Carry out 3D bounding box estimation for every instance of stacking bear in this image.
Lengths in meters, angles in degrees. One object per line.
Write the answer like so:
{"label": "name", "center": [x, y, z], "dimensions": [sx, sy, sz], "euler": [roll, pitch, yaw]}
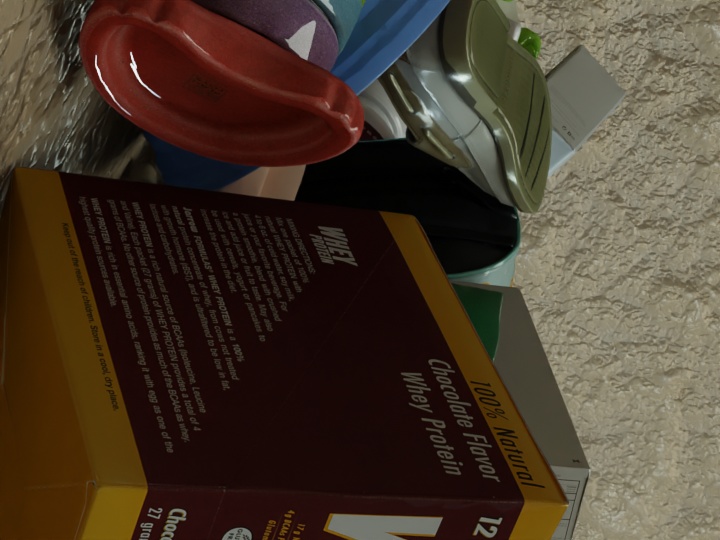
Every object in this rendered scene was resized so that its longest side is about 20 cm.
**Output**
{"label": "stacking bear", "center": [-0.038, -0.159, 0.766], "dimensions": [0.114, 0.120, 0.202], "euler": [-26, -137, 63]}

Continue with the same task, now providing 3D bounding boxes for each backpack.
{"label": "backpack", "center": [0.000, 0.000, 1.097], "dimensions": [0.176, 0.198, 0.155], "euler": [-114, -164, -54]}

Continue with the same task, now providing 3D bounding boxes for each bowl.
{"label": "bowl", "center": [-0.031, -0.119, 0.897], "dimensions": [0.200, 0.039, 0.201], "euler": [-36, -162, 13]}

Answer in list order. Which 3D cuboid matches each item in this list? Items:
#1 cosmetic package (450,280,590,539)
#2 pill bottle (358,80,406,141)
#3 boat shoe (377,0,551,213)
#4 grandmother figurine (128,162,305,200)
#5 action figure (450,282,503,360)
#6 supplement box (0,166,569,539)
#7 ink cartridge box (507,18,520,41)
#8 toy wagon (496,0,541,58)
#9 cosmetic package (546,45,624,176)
{"label": "cosmetic package", "center": [0.073, 0.086, 0.945], "dimensions": [0.200, 0.050, 0.083], "euler": [-102, -157, -64]}
{"label": "pill bottle", "center": [-0.036, -0.059, 1.290], "dimensions": [0.113, 0.112, 0.201], "euler": [110, 7, -51]}
{"label": "boat shoe", "center": [0.060, -0.098, 1.000], "dimensions": [0.200, 0.068, 0.075], "euler": [55, 44, -56]}
{"label": "grandmother figurine", "center": [-0.073, -0.026, 0.960], "dimensions": [0.201, 0.120, 0.061], "euler": [-79, -171, -45]}
{"label": "action figure", "center": [0.024, 0.105, 0.867], "dimensions": [0.118, 0.054, 0.203], "euler": [11, -90, 60]}
{"label": "supplement box", "center": [-0.053, 0.076, 0.751], "dimensions": [0.134, 0.198, 0.198], "euler": [-67, -149, 31]}
{"label": "ink cartridge box", "center": [0.018, -0.145, 1.143], "dimensions": [0.200, 0.159, 0.051], "euler": [93, 21, -80]}
{"label": "toy wagon", "center": [0.050, -0.219, 1.184], "dimensions": [0.039, 0.155, 0.201], "euler": [-40, 146, -20]}
{"label": "cosmetic package", "center": [0.095, -0.069, 1.225], "dimensions": [0.083, 0.051, 0.200], "euler": [-48, -177, -41]}
